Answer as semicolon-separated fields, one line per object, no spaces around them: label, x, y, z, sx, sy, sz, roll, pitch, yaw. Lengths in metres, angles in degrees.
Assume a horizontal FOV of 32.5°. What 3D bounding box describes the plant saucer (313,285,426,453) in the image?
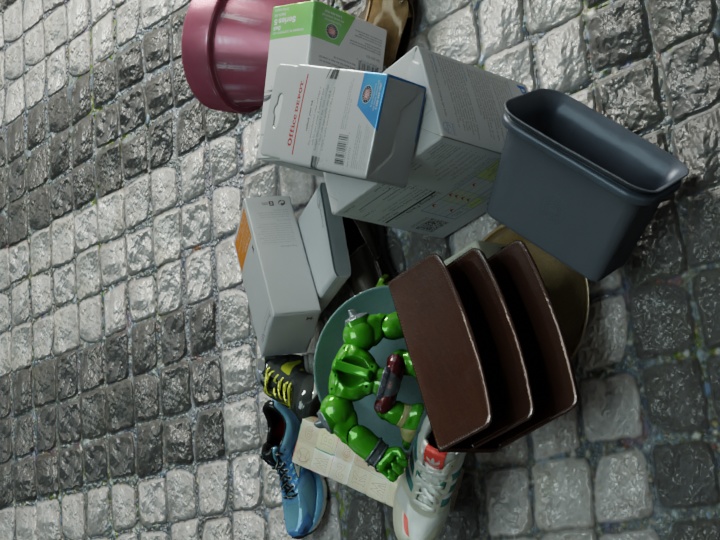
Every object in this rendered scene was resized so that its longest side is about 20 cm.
plant saucer;0.042;0.118;1.503;0.197;0.039;0.205;0;93;3

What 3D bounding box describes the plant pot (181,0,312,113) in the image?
plant pot;-0.129;-0.319;1.766;0.177;0.199;0.204;12;93;31

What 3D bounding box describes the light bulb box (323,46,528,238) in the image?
light bulb box;0.086;-0.147;1.494;0.197;0.198;0.127;-32;61;39

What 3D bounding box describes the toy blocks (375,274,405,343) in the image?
toy blocks;0.049;0.124;1.562;0.135;0.100;0.202;27;106;10

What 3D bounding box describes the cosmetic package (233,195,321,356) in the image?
cosmetic package;-0.118;0.006;1.719;0.102;0.070;0.202;111;148;-50

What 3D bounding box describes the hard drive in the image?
hard drive;-0.061;-0.018;1.697;0.200;0.026;0.134;129;134;-62

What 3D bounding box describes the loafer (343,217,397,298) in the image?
loafer;0.000;0.000;1.656;0.073;0.071;0.203;-32;62;39

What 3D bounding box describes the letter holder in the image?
letter holder;0.135;0.076;1.334;0.141;0.100;0.203;-34;62;35

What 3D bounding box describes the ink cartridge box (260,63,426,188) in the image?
ink cartridge box;-0.024;-0.169;1.419;0.199;0.067;0.118;17;96;47

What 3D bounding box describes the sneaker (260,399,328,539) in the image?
sneaker;-0.105;0.271;1.716;0.078;0.089;0.203;-22;70;42

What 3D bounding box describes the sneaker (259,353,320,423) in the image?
sneaker;-0.094;0.162;1.667;0.200;0.083;0.076;-125;41;-78

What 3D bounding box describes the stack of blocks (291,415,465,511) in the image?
stack of blocks;0.028;0.242;1.559;0.198;0.115;0.060;20;99;28

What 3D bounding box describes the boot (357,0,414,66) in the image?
boot;0.048;-0.377;1.673;0.075;0.073;0.203;21;107;31

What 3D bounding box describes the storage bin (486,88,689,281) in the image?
storage bin;0.241;-0.093;1.370;0.199;0.145;0.136;35;125;23

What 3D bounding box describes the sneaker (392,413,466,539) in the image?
sneaker;0.080;0.227;1.416;0.069;0.093;0.203;21;90;15

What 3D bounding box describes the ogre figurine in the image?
ogre figurine;0.022;0.127;1.437;0.098;0.118;0.203;-90;18;-82

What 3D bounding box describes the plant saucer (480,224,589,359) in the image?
plant saucer;0.198;0.041;1.466;0.198;0.035;0.204;-8;79;45

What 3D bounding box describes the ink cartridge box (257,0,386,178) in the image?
ink cartridge box;-0.049;-0.228;1.604;0.083;0.144;0.204;3;85;42

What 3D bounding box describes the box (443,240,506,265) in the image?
box;0.156;0.073;1.431;0.082;0.068;0.203;-33;63;38
